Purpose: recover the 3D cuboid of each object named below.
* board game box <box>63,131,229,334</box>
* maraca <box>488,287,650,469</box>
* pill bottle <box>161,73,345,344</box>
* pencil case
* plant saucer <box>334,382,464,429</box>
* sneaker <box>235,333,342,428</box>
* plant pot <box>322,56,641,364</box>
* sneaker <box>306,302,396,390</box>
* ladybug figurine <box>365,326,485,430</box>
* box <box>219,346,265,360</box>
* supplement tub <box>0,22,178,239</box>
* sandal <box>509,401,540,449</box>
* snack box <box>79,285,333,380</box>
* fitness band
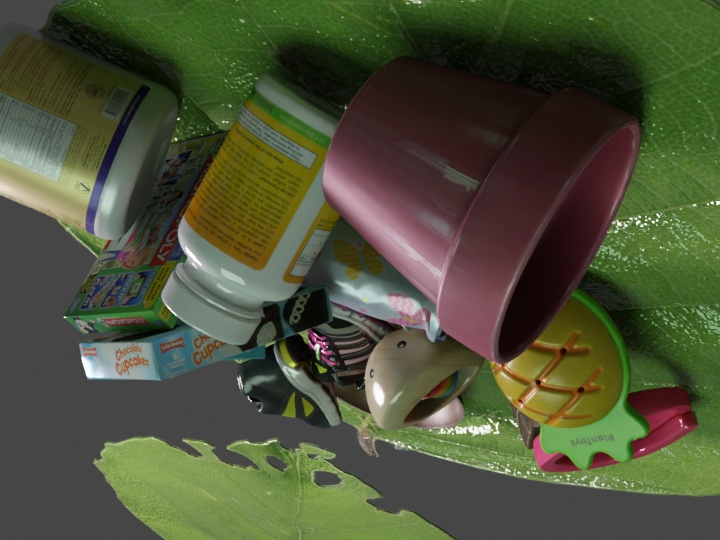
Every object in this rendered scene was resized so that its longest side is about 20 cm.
[{"bbox_3d":[-0.174,-0.035,1.194,0.134,0.201,0.029,-7,140,45],"label":"board game box"},{"bbox_3d":[0.190,0.097,1.233,0.136,0.107,0.201,-15,108,38],"label":"maraca"},{"bbox_3d":[-0.079,-0.046,1.073,0.111,0.201,0.111,29,-169,-6],"label":"pill bottle"},{"bbox_3d":[0.000,0.000,1.263,0.199,0.084,0.091,20,163,5],"label":"pencil case"},{"bbox_3d":[0.030,0.123,1.539,0.199,0.035,0.201,18,156,9],"label":"plant saucer"},{"bbox_3d":[-0.079,0.126,1.467,0.084,0.075,0.200,-20,150,6],"label":"sneaker"},{"bbox_3d":[0.079,-0.061,0.975,0.178,0.200,0.200,30,159,20],"label":"plant pot"},{"bbox_3d":[-0.027,0.073,1.364,0.074,0.088,0.200,35,-177,36],"label":"sneaker"},{"bbox_3d":[0.062,0.099,1.355,0.072,0.136,0.200,48,-170,16],"label":"ladybug figurine"},{"bbox_3d":[-0.150,0.060,1.421,0.082,0.050,0.200,-1,-177,-9],"label":"box"},{"bbox_3d":[-0.274,-0.127,1.161,0.199,0.146,0.146,23,155,-2],"label":"supplement tub"},{"bbox_3d":[0.194,0.132,1.385,0.054,0.081,0.200,-13,157,-4],"label":"sandal"},{"bbox_3d":[-0.135,0.055,1.189,0.116,0.199,0.037,-5,99,47],"label":"snack box"},{"bbox_3d":[0.256,0.164,1.355,0.143,0.038,0.200,-5,158,-16],"label":"fitness band"}]
